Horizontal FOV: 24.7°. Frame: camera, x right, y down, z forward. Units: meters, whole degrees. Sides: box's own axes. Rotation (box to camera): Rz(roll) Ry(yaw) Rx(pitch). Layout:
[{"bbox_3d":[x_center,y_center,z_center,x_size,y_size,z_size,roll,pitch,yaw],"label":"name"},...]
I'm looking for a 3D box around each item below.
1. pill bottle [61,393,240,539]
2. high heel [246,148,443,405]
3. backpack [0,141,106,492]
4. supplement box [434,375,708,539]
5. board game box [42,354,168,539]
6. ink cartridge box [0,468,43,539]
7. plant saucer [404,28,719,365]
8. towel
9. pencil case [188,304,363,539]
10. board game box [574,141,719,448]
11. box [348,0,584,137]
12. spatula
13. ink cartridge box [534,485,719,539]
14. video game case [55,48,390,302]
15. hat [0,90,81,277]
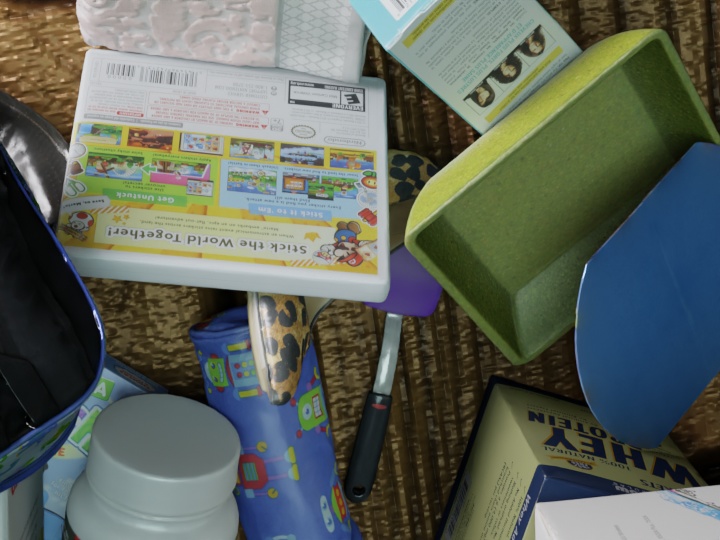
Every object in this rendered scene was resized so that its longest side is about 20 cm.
[{"bbox_3d":[-0.141,0.191,1.076,0.113,0.114,0.202,9,117,-7],"label":"pill bottle"},{"bbox_3d":[0.000,0.000,1.032,0.141,0.201,0.072,0,140,-1],"label":"high heel"},{"bbox_3d":[-0.244,0.031,0.901,0.182,0.147,0.201,-30,77,-34],"label":"backpack"},{"bbox_3d":[0.131,0.205,1.079,0.133,0.200,0.202,16,102,-9],"label":"supplement box"},{"bbox_3d":[-0.245,0.129,1.115,0.150,0.037,0.201,31,98,-10],"label":"board game box"},{"bbox_3d":[-0.249,0.189,1.035,0.082,0.146,0.202,2,103,-2],"label":"ink cartridge box"},{"bbox_3d":[0.132,-0.052,1.057,0.199,0.048,0.200,-39,142,5],"label":"plant saucer"},{"bbox_3d":[-0.079,-0.181,0.981,0.189,0.200,0.033,8,64,-4],"label":"towel"},{"bbox_3d":[-0.052,0.117,1.106,0.077,0.087,0.202,-3,108,39],"label":"pencil case"},{"bbox_3d":[0.194,0.012,1.075,0.200,0.039,0.159,-46,127,-23],"label":"board game box"},{"bbox_3d":[0.081,-0.135,1.009,0.082,0.049,0.200,-43,144,10],"label":"box"},{"bbox_3d":[0.016,0.068,1.129,0.056,0.021,0.202,11,103,-9],"label":"spatula"},{"bbox_3d":[0.205,0.211,0.909,0.198,0.145,0.149,-5,104,-5],"label":"ink cartridge box"},{"bbox_3d":[-0.081,-0.062,1.019,0.198,0.183,0.023,5,137,-6],"label":"video game case"},{"bbox_3d":[-0.261,-0.025,1.046,0.198,0.081,0.203,0,77,1],"label":"hat"}]
